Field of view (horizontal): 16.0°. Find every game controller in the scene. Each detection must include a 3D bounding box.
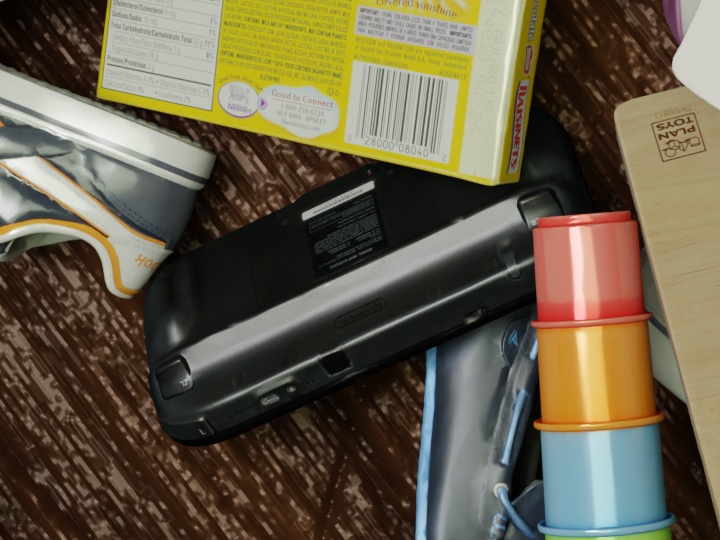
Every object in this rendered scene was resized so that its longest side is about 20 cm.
[{"bbox_3d":[0.000,0.000,1.053,0.200,0.104,0.042,-24,124,11],"label":"game controller"}]

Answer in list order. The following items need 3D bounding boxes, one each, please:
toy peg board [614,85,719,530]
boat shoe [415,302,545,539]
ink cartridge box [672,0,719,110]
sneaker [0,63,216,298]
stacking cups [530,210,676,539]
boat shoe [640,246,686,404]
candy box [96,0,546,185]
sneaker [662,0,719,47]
[{"bbox_3d":[0.217,0.019,0.974,0.199,0.098,0.200,-13,59,3],"label":"toy peg board"},{"bbox_3d":[0.063,0.091,1.048,0.068,0.084,0.201,0,94,22],"label":"boat shoe"},{"bbox_3d":[0.218,-0.065,0.890,0.200,0.067,0.117,39,123,26],"label":"ink cartridge box"},{"bbox_3d":[-0.166,-0.053,1.083,0.200,0.078,0.080,24,95,8],"label":"sneaker"},{"bbox_3d":[0.097,0.078,0.980,0.060,0.061,0.201,-1,91,9],"label":"stacking cups"},{"bbox_3d":[0.189,0.055,1.033,0.200,0.074,0.065,38,101,5],"label":"boat shoe"},{"bbox_3d":[-0.019,-0.103,1.044,0.200,0.026,0.103,14,100,30],"label":"candy box"},{"bbox_3d":[0.154,-0.181,0.948,0.088,0.080,0.201,-2,98,4],"label":"sneaker"}]
